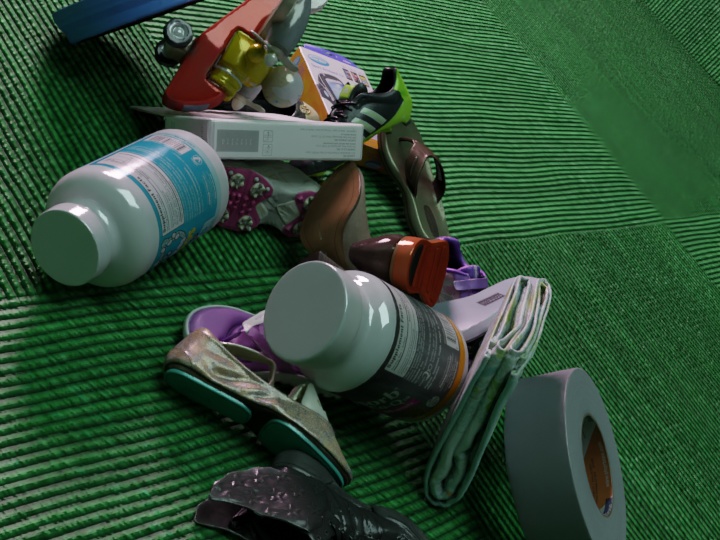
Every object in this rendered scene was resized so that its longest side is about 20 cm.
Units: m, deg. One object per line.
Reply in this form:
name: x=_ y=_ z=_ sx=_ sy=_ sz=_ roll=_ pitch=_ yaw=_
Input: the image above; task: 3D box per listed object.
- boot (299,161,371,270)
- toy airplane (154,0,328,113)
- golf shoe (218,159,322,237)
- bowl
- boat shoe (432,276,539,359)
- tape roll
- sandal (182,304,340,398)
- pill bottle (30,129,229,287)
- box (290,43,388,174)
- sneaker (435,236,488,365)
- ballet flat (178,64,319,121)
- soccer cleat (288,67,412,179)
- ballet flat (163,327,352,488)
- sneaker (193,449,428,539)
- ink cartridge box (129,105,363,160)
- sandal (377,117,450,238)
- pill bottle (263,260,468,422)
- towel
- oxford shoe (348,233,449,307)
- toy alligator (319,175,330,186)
boot: x=0.000 y=0.000 z=1.209 sx=0.146 sy=0.070 sz=0.200 roll=47 pitch=46 yaw=-32
toy airplane: x=-0.104 y=-0.242 z=1.201 sx=0.141 sy=0.199 sz=0.200 roll=52 pitch=24 yaw=-4
golf shoe: x=-0.119 y=-0.090 z=1.226 sx=0.200 sy=0.075 sz=0.092 roll=13 pitch=29 yaw=-46
bowl: x=-0.235 y=-0.295 z=1.228 sx=0.201 sy=0.200 sz=0.039 roll=-44 pitch=118 yaw=-59
boat shoe: x=0.125 y=0.065 z=1.229 sx=0.200 sy=0.066 sz=0.070 roll=-22 pitch=31 yaw=-35
tape roll: x=0.212 y=0.203 z=1.148 sx=0.200 sy=0.066 sz=0.201 roll=41 pitch=42 yaw=-53
sandal: x=-0.079 y=0.068 z=1.084 sx=0.202 sy=0.050 sz=0.083 roll=18 pitch=39 yaw=-38
pill bottle: x=-0.212 y=-0.054 z=1.027 sx=0.111 sy=0.111 sz=0.200 roll=44 pitch=32 yaw=2
box: x=-0.025 y=-0.223 z=1.510 sx=0.119 sy=0.041 sz=0.200 roll=14 pitch=40 yaw=-39
sneaker: x=0.117 y=0.041 z=1.304 sx=0.080 sy=0.088 sz=0.200 roll=3 pitch=50 yaw=-48
ballet flat: x=-0.128 y=-0.213 z=1.364 sx=0.200 sy=0.057 sz=0.067 roll=18 pitch=40 yaw=-35
soccer cleat: x=-0.018 y=-0.180 z=1.372 sx=0.200 sy=0.067 sz=0.081 roll=-37 pitch=122 yaw=-29
ballet flat: x=-0.079 y=0.117 z=1.000 sx=0.200 sy=0.068 sz=0.067 roll=37 pitch=54 yaw=-11
sneaker: x=-0.034 y=0.223 z=0.945 sx=0.200 sy=0.060 sz=0.104 roll=35 pitch=30 yaw=-2
ink cartridge box: x=-0.127 y=-0.150 z=1.235 sx=0.200 sy=0.045 sz=0.176 roll=-3 pitch=12 yaw=-39
sandal: x=0.083 y=-0.119 z=1.447 sx=0.080 sy=0.057 sz=0.201 roll=-7 pitch=73 yaw=-45
pill bottle: x=0.007 y=0.067 z=1.057 sx=0.200 sy=0.116 sz=0.117 roll=28 pitch=31 yaw=-49
towel: x=0.127 y=0.117 z=1.119 sx=0.048 sy=0.200 sz=0.171 roll=26 pitch=32 yaw=6
oxford shoe: x=0.044 y=-0.007 z=1.158 sx=0.072 sy=0.071 sz=0.200 roll=13 pitch=-6 yaw=18
toy alligator: x=-0.015 y=-0.057 z=1.304 sx=0.059 sy=0.054 sz=0.200 roll=25 pitch=36 yaw=-26
